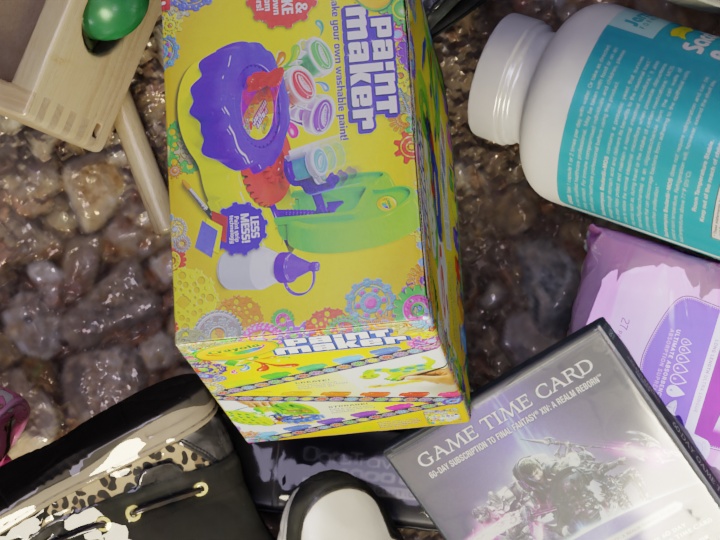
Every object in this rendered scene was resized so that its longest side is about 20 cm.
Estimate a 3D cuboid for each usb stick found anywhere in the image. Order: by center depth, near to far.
[{"bbox_3d":[0.000,0.111,1.415,0.199,0.033,0.056,6,82,9],"label":"usb stick"}]

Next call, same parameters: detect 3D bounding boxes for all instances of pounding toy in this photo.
[{"bbox_3d":[-0.177,-0.147,1.423,0.200,0.142,0.185,22,89,20],"label":"pounding toy"}]

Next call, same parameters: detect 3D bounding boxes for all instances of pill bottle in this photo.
[{"bbox_3d":[0.160,-0.074,1.356,0.200,0.111,0.111,20,89,19],"label":"pill bottle"}]

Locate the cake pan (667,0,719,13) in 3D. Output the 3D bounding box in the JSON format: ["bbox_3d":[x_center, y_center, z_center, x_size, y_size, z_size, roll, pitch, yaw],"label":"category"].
[{"bbox_3d":[0.184,-0.223,1.363,0.200,0.037,0.201,8,70,-21],"label":"cake pan"}]

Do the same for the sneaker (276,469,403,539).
[{"bbox_3d":[0.013,0.201,1.362,0.074,0.080,0.201,-18,97,-18],"label":"sneaker"}]

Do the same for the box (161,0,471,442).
[{"bbox_3d":[-0.019,-0.038,1.281,0.122,0.193,0.201,-6,71,6],"label":"box"}]

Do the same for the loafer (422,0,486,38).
[{"bbox_3d":[0.098,-0.183,1.392,0.200,0.068,0.071,-27,75,-8],"label":"loafer"}]

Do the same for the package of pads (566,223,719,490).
[{"bbox_3d":[0.198,0.060,1.367,0.199,0.076,0.121,18,92,10],"label":"package of pads"}]

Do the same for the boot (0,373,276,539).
[{"bbox_3d":[-0.135,0.162,1.387,0.200,0.073,0.151,-31,107,-1],"label":"boot"}]

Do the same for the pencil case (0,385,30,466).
[{"bbox_3d":[-0.280,0.054,1.433,0.200,0.087,0.083,33,113,9],"label":"pencil case"}]

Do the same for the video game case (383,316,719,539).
[{"bbox_3d":[0.124,0.140,1.353,0.143,0.019,0.200,-32,97,24],"label":"video game case"}]

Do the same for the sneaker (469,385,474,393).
[{"bbox_3d":[0.000,0.000,1.400,0.085,0.078,0.200,-37,81,4],"label":"sneaker"}]
